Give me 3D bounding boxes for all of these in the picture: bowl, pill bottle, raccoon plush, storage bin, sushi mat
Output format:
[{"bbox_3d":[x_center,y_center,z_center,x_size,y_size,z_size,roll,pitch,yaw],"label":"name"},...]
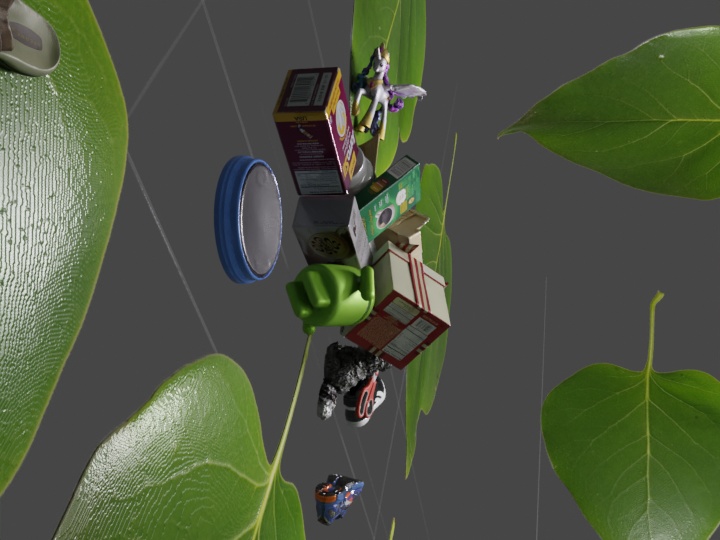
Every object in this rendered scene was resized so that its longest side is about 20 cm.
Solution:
[{"bbox_3d":[-0.170,-0.079,1.272,0.201,0.039,0.202,1,90,-76],"label":"bowl"},{"bbox_3d":[-0.018,-0.177,1.717,0.200,0.113,0.115,63,31,-61],"label":"pill bottle"},{"bbox_3d":[-0.007,0.235,1.733,0.097,0.133,0.201,69,25,-57],"label":"raccoon plush"},{"bbox_3d":[0.087,-0.052,1.955,0.093,0.198,0.201,-29,129,-28],"label":"storage bin"},{"bbox_3d":[0.005,-0.212,1.877,0.012,0.095,0.201,23,63,-35],"label":"sushi mat"}]

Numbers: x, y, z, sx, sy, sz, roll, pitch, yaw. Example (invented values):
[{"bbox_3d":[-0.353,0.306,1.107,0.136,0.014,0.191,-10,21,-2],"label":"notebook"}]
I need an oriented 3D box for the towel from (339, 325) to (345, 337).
[{"bbox_3d":[0.029,0.050,1.839,0.152,0.023,0.201,-14,129,-41],"label":"towel"}]

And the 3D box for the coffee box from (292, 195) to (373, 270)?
[{"bbox_3d":[-0.050,-0.054,1.598,0.200,0.112,0.080,73,23,-53],"label":"coffee box"}]

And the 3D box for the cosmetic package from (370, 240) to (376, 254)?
[{"bbox_3d":[0.000,0.000,1.879,0.201,0.071,0.102,73,23,-48],"label":"cosmetic package"}]

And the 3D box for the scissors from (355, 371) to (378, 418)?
[{"bbox_3d":[0.029,0.246,1.875,0.073,0.014,0.201,39,62,-53],"label":"scissors"}]

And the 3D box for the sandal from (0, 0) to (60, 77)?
[{"bbox_3d":[-0.308,-0.216,0.685,0.201,0.057,0.080,-9,100,-75],"label":"sandal"}]

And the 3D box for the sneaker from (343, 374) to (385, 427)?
[{"bbox_3d":[0.012,0.274,1.937,0.200,0.073,0.113,-57,147,-62],"label":"sneaker"}]

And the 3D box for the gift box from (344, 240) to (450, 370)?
[{"bbox_3d":[0.085,0.061,1.695,0.184,0.200,0.187,36,27,-27],"label":"gift box"}]

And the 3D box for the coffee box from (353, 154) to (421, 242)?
[{"bbox_3d":[0.042,-0.138,1.681,0.200,0.044,0.123,-41,151,-19],"label":"coffee box"}]

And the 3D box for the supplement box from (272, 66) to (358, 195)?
[{"bbox_3d":[-0.078,-0.253,1.498,0.201,0.102,0.131,75,21,-48],"label":"supplement box"}]

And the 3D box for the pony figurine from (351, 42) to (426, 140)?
[{"bbox_3d":[0.050,-0.422,1.954,0.193,0.166,0.201,22,85,-67],"label":"pony figurine"}]

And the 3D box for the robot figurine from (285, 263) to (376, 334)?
[{"bbox_3d":[-0.050,0.047,1.535,0.200,0.175,0.116,5,56,-56],"label":"robot figurine"}]

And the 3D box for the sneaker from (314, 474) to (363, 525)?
[{"bbox_3d":[-0.051,0.486,1.733,0.200,0.075,0.079,6,94,-68],"label":"sneaker"}]
